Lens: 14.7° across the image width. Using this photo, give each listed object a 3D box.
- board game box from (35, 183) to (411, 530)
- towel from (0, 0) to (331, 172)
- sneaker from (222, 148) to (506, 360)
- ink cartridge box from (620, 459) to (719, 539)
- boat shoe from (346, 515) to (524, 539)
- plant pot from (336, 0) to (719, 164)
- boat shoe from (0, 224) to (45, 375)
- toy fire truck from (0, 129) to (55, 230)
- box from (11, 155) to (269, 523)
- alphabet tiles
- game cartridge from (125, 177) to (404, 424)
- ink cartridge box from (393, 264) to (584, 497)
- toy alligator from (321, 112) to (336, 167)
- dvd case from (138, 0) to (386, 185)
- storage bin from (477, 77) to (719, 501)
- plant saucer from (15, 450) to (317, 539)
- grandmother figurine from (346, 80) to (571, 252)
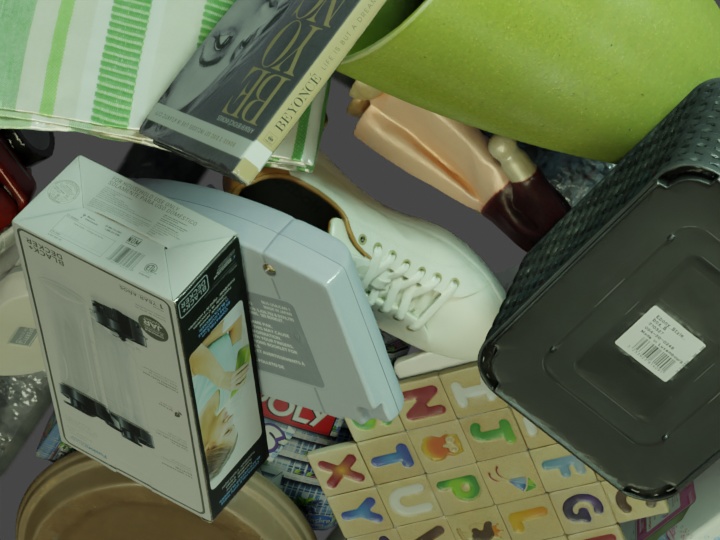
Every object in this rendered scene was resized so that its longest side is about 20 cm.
[{"bbox_3d":[-0.077,0.056,1.722,0.200,0.062,0.200,19,124,-2],"label":"board game box"},{"bbox_3d":[-0.112,-0.135,1.566,0.200,0.153,0.023,9,159,1],"label":"towel"},{"bbox_3d":[0.000,0.000,1.593,0.200,0.085,0.073,34,116,-12],"label":"sneaker"},{"bbox_3d":[0.244,0.193,1.740,0.145,0.085,0.200,39,121,-16],"label":"ink cartridge box"},{"bbox_3d":[0.081,0.152,1.752,0.200,0.066,0.070,-12,119,17],"label":"boat shoe"},{"bbox_3d":[0.102,-0.143,1.513,0.200,0.187,0.187,31,123,-26],"label":"plant pot"},{"bbox_3d":[-0.213,0.014,1.695,0.072,0.069,0.200,8,160,-14],"label":"boat shoe"},{"bbox_3d":[-0.262,-0.077,1.586,0.129,0.200,0.176,-25,115,23],"label":"toy fire truck"},{"bbox_3d":[-0.121,0.041,1.575,0.117,0.060,0.200,25,145,25],"label":"box"},{"bbox_3d":[0.077,0.128,1.693,0.200,0.006,0.166,-14,118,18],"label":"alphabet tiles"},{"bbox_3d":[-0.073,0.012,1.577,0.200,0.040,0.133,15,144,36],"label":"game cartridge"},{"bbox_3d":[0.134,0.050,1.678,0.200,0.067,0.116,-19,117,20],"label":"ink cartridge box"},{"bbox_3d":[-0.085,-0.106,1.624,0.200,0.054,0.059,34,117,-12],"label":"toy alligator"},{"bbox_3d":[-0.031,-0.139,1.470,0.016,0.149,0.200,38,85,-25],"label":"dvd case"},{"bbox_3d":[0.173,0.013,1.490,0.135,0.094,0.200,38,127,-7],"label":"storage bin"},{"bbox_3d":[-0.123,0.188,1.768,0.200,0.029,0.200,5,131,6],"label":"plant saucer"},{"bbox_3d":[0.080,-0.044,1.598,0.200,0.121,0.061,41,88,6],"label":"grandmother figurine"}]
